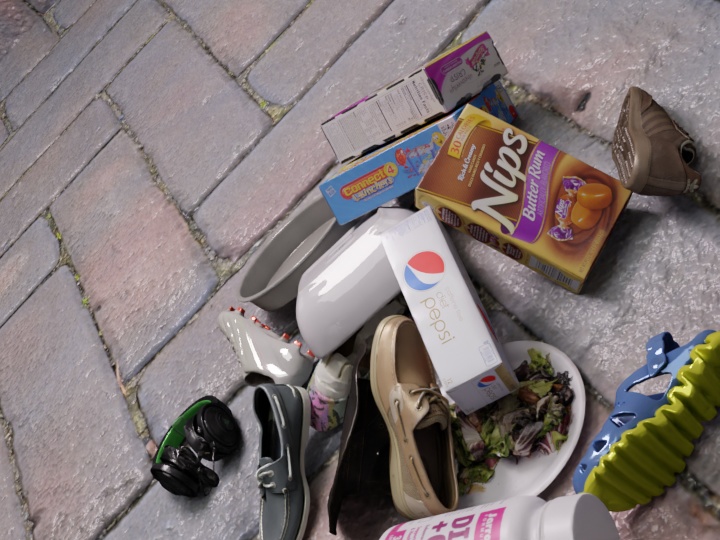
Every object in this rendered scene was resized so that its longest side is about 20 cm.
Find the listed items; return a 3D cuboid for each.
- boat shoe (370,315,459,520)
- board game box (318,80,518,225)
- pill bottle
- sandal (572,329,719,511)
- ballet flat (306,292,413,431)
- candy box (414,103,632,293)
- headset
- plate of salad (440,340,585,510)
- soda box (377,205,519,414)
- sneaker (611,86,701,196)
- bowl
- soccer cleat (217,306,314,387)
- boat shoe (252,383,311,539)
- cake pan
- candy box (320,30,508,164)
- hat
[{"bbox_3d":[0.061,0.139,1.120,0.064,0.071,0.201,-20,77,52],"label":"boat shoe"},{"bbox_3d":[0.074,-0.146,1.400,0.199,0.056,0.196,-25,9,28],"label":"board game box"},{"bbox_3d":[0.118,0.259,0.994,0.199,0.113,0.114,-21,43,32],"label":"pill bottle"},{"bbox_3d":[0.256,0.127,1.017,0.200,0.080,0.087,-45,31,-11],"label":"sandal"},{"bbox_3d":[-0.001,0.092,1.309,0.069,0.071,0.200,37,81,17],"label":"ballet flat"},{"bbox_3d":[0.170,-0.076,1.211,0.199,0.057,0.117,28,75,12],"label":"candy box"},{"bbox_3d":[-0.209,0.213,1.398,0.124,0.094,0.200,-50,24,-3],"label":"headset"},{"bbox_3d":[0.130,0.151,1.143,0.199,0.048,0.201,-28,39,25],"label":"plate of salad"},{"bbox_3d":[0.087,0.038,1.147,0.063,0.068,0.201,-28,56,10],"label":"soda box"},{"bbox_3d":[0.312,-0.130,1.215,0.200,0.075,0.071,-74,-2,-56],"label":"sneaker"},{"bbox_3d":[0.000,0.000,1.330,0.200,0.075,0.200,-43,9,7],"label":"bowl"},{"bbox_3d":[-0.134,0.103,1.451,0.200,0.069,0.078,24,78,50],"label":"soccer cleat"},{"bbox_3d":[-0.098,0.221,1.272,0.073,0.062,0.201,-19,60,43],"label":"boat shoe"},{"bbox_3d":[-0.079,-0.024,1.493,0.200,0.037,0.200,-41,18,16],"label":"cake pan"},{"bbox_3d":[0.063,-0.209,1.401,0.200,0.061,0.136,-20,13,47],"label":"candy box"},{"bbox_3d":[0.017,0.178,1.196,0.201,0.080,0.202,-170,90,-89],"label":"hat"}]
